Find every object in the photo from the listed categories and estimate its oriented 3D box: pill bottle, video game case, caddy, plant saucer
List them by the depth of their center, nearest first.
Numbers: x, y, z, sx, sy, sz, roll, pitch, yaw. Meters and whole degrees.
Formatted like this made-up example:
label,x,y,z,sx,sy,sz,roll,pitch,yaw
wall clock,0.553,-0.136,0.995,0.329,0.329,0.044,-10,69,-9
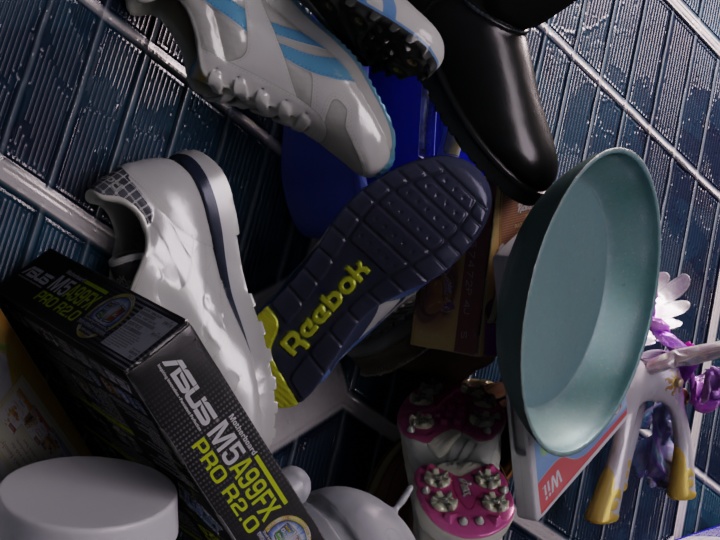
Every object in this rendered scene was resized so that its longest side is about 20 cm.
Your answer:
label,x,y,z,sx,sy,sz,roll,pitch,yaw
pill bottle,-0.148,0.208,1.113,0.116,0.116,0.201,-19,119,-50
plant saucer,0.135,0.018,1.342,0.200,0.036,0.201,-28,124,-53
video game case,0.137,0.048,1.411,0.143,0.017,0.201,-41,132,-46
caddy,0.028,-0.098,1.415,0.141,0.105,0.201,16,73,-48

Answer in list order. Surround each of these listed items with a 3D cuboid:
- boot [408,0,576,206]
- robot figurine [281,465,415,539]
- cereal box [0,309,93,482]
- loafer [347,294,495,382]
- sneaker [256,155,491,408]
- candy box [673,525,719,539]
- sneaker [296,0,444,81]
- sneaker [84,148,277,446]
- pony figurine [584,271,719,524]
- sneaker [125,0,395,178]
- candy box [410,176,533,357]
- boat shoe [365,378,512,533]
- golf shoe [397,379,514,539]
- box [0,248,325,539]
label,x,y,z,sx,sy,sz,roll,pitch,yaw
boot,0.110,-0.163,1.314,0.199,0.162,0.073,58,24,10
robot figurine,-0.043,0.201,1.254,0.199,0.113,0.170,-24,117,-20
cereal box,-0.236,0.120,1.118,0.200,0.039,0.144,-51,125,-40
loafer,0.065,0.046,1.466,0.200,0.075,0.070,-19,95,-50
sneaker,0.000,0.000,1.328,0.074,0.200,0.082,48,10,0
candy box,0.278,0.305,1.691,0.200,0.077,0.170,-8,92,-49
sneaker,-0.012,-0.186,1.314,0.072,0.200,0.072,-41,143,-13
sneaker,-0.110,0.030,1.271,0.080,0.076,0.201,-20,97,-38
pony figurine,0.228,0.080,1.623,0.193,0.166,0.201,-8,107,-43
sneaker,-0.060,-0.126,1.304,0.200,0.077,0.081,46,74,-1
candy box,0.111,-0.002,1.424,0.200,0.056,0.117,4,94,-60
boat shoe,0.067,0.140,1.462,0.200,0.067,0.072,-46,120,-43
golf shoe,0.058,0.144,1.379,0.200,0.075,0.092,-86,180,-63
box,-0.113,0.079,1.151,0.044,0.200,0.161,-39,117,-17
